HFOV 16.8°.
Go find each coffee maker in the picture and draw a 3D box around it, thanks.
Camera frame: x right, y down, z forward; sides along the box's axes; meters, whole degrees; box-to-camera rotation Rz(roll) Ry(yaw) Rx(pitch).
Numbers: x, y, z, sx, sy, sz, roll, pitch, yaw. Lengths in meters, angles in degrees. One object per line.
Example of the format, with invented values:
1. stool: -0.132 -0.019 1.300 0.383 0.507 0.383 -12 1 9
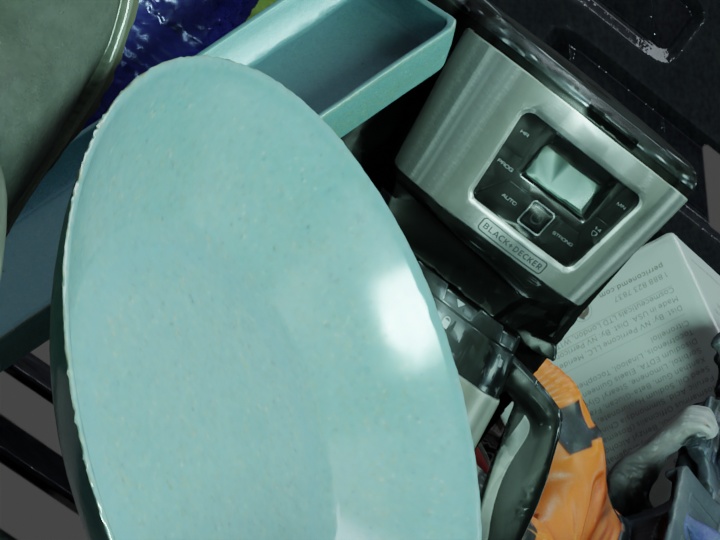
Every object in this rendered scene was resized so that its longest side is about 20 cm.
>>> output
1. coffee maker: 0.000 0.000 0.839 0.134 0.200 0.192 35 4 -41

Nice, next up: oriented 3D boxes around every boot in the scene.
1. boot: -0.101 -0.034 0.573 0.072 0.183 0.200 19 1 -3

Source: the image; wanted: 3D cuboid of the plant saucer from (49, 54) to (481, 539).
1. plant saucer: -0.032 0.043 0.668 0.201 0.038 0.202 39 43 -47

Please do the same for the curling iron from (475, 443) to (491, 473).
1. curling iron: 0.020 0.051 1.000 0.026 0.049 0.201 27 -38 62

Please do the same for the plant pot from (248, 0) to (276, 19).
1. plant pot: -0.091 -0.092 1.259 0.200 0.185 0.200 36 4 -3

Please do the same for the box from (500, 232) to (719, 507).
1. box: 0.151 0.106 1.106 0.201 0.106 0.152 68 14 19

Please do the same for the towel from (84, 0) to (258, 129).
1. towel: -0.125 -0.091 0.858 0.147 0.201 0.049 37 -13 -18

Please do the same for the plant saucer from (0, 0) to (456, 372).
1. plant saucer: -0.063 -0.029 0.757 0.070 0.199 0.019 41 -18 50

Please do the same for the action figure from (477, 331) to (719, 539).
1. action figure: 0.095 0.089 0.977 0.193 0.104 0.200 44 44 -14

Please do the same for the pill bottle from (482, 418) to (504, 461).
1. pill bottle: -0.003 0.037 1.099 0.106 0.106 0.200 39 4 24
